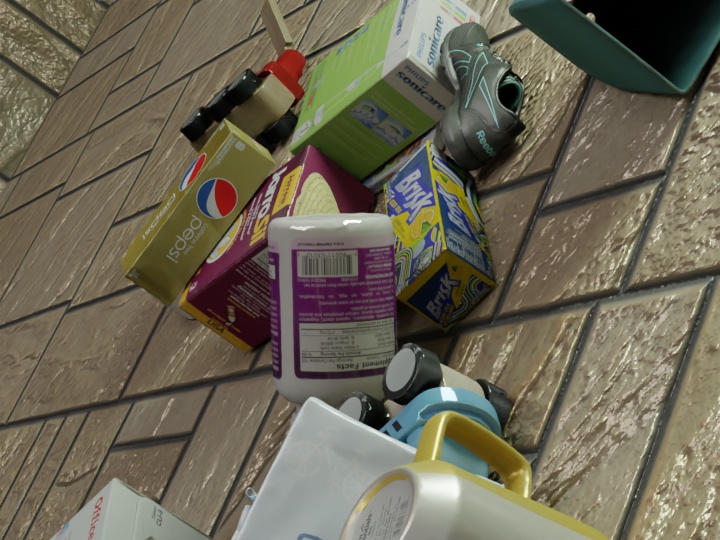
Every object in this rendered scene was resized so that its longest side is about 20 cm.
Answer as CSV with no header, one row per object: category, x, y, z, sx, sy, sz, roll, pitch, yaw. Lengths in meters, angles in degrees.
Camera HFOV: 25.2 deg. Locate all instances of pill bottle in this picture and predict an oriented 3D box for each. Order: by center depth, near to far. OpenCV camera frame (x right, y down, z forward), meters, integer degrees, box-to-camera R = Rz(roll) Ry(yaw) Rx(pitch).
pill bottle,-0.023,0.053,1.402,0.112,0.111,0.202,-170,77,-66

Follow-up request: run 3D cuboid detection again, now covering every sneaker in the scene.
sneaker,0.127,-0.180,1.593,0.079,0.075,0.201,-26,40,26

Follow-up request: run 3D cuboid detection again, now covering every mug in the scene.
mug,0.063,0.196,1.072,0.150,0.153,0.187,-53,22,6

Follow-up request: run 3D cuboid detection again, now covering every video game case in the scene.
video game case,0.036,-0.146,1.775,0.200,0.018,0.144,-32,32,45

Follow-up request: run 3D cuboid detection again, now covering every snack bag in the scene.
snack bag,-0.004,0.211,1.166,0.021,0.187,0.201,88,-153,-73

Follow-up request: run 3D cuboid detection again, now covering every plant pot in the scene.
plant pot,0.219,-0.243,1.396,0.142,0.141,0.200,-58,15,-7

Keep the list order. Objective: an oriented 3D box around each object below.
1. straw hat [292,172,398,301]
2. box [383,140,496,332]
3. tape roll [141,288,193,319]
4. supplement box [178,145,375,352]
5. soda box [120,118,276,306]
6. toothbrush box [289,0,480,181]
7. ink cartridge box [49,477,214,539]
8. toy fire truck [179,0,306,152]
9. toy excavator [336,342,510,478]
straw hat,0.000,0.000,1.530,0.084,0.202,0.202,-4,43,14
box,0.070,-0.035,1.492,0.070,0.064,0.201,-45,24,23
tape roll,-0.191,-0.042,2.020,0.202,0.071,0.203,-44,24,26
supplement box,-0.091,-0.020,1.745,0.200,0.103,0.132,-34,29,40
soda box,-0.180,-0.063,1.766,0.201,0.064,0.068,-53,20,7
toothbrush box,0.026,-0.201,1.734,0.200,0.086,0.146,-37,28,39
ink cartridge box,-0.240,0.328,1.506,0.200,0.144,0.146,-44,24,27
toy fire truck,-0.143,-0.254,2.174,0.176,0.129,0.201,-31,21,45
toy excavator,0.034,0.188,1.234,0.194,0.100,0.201,-45,33,27
